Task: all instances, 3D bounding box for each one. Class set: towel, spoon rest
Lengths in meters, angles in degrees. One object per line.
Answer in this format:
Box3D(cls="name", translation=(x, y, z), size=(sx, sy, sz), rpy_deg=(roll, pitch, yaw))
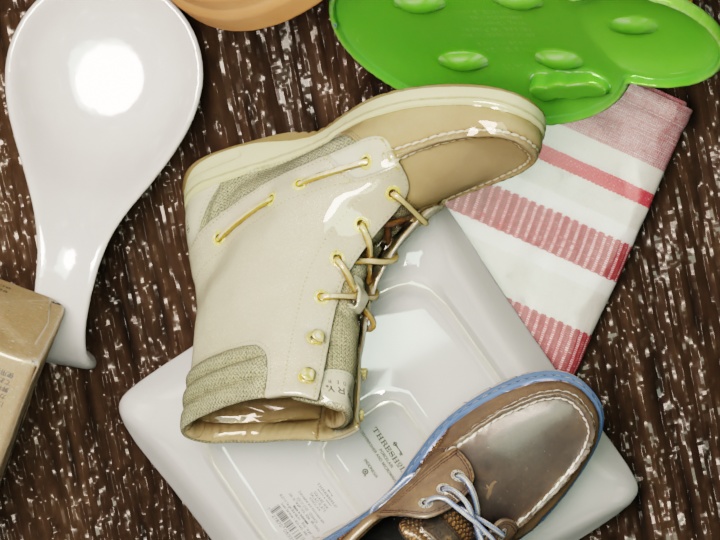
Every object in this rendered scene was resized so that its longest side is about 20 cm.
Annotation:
Box3D(cls="towel", translation=(0.066, -0.022, 1.462), size=(0.144, 0.023, 0.200), rpy_deg=(24, 94, -5))
Box3D(cls="spoon rest", translation=(-0.137, -0.049, 1.433), size=(0.099, 0.061, 0.201), rpy_deg=(9, 94, -3))

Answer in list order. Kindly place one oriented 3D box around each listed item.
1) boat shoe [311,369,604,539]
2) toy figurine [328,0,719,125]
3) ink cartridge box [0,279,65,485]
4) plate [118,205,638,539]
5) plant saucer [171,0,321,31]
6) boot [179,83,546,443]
Box3D(cls="boat shoe", translation=(0.041, 0.129, 1.400), size=(0.200, 0.072, 0.072), rpy_deg=(-42, 100, 5))
Box3D(cls="toy figurine", translation=(0.101, -0.187, 1.382), size=(0.200, 0.150, 0.184), rpy_deg=(1, 62, 31))
Box3D(cls="ink cartridge box", translation=(-0.267, 0.062, 1.402), size=(0.200, 0.075, 0.165), rpy_deg=(22, 115, -4))
Box3D(cls="plate", translation=(0.010, 0.093, 1.446), size=(0.200, 0.032, 0.200), rpy_deg=(-34, 100, 4))
Box3D(cls="plant saucer", translation=(-0.045, -0.215, 1.369), size=(0.037, 0.200, 0.201), rpy_deg=(21, 93, -42))
Box3D(cls="boot", translation=(0.000, 0.000, 1.375), size=(0.200, 0.072, 0.155), rpy_deg=(-15, 56, 26))
